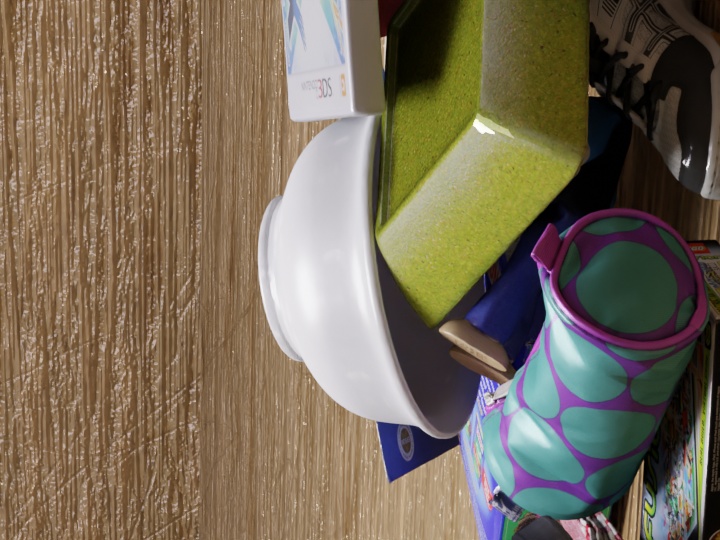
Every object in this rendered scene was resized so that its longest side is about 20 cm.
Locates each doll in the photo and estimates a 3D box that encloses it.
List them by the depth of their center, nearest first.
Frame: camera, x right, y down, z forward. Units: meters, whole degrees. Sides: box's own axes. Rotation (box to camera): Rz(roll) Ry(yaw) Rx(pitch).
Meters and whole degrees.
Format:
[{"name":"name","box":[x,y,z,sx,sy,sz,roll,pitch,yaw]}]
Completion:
[{"name":"doll","box":[0.112,-0.038,1.504,0.201,0.048,0.137,-61,-17,-10]}]

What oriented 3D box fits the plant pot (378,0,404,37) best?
[{"name":"plant pot","box":[0.057,-0.266,1.594,0.200,0.175,0.201,105,158,-60]}]

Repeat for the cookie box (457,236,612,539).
[{"name":"cookie box","box":[0.109,0.063,1.684,0.172,0.075,0.201,-102,12,-49]}]

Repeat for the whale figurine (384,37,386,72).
[{"name":"whale figurine","box":[0.085,-0.097,1.786,0.160,0.103,0.201,-83,-25,-53]}]

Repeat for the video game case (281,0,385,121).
[{"name":"video game case","box":[-0.022,-0.184,1.517,0.182,0.022,0.202,-171,76,-78]}]

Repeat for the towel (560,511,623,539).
[{"name":"towel","box":[0.154,0.214,1.484,0.200,0.023,0.145,-123,14,-79]}]

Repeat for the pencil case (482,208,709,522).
[{"name":"pencil case","box":[0.115,0.052,1.402,0.085,0.092,0.200,-59,-8,-31]}]

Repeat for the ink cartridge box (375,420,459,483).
[{"name":"ink cartridge box","box":[0.049,0.022,1.827,0.196,0.043,0.201,-21,-82,-66]}]

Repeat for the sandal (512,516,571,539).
[{"name":"sandal","box":[0.093,0.178,1.460,0.076,0.043,0.200,53,171,21]}]

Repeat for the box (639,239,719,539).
[{"name":"box","box":[0.177,0.097,1.421,0.110,0.034,0.201,-117,26,-67]}]

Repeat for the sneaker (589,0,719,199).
[{"name":"sneaker","box":[0.140,-0.107,1.431,0.201,0.087,0.076,-106,18,-47]}]

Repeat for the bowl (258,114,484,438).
[{"name":"bowl","box":[0.000,0.000,1.575,0.201,0.090,0.203,-8,-90,-71]}]

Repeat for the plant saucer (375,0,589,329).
[{"name":"plant saucer","box":[0.057,-0.101,1.449,0.200,0.048,0.201,131,148,-55]}]
